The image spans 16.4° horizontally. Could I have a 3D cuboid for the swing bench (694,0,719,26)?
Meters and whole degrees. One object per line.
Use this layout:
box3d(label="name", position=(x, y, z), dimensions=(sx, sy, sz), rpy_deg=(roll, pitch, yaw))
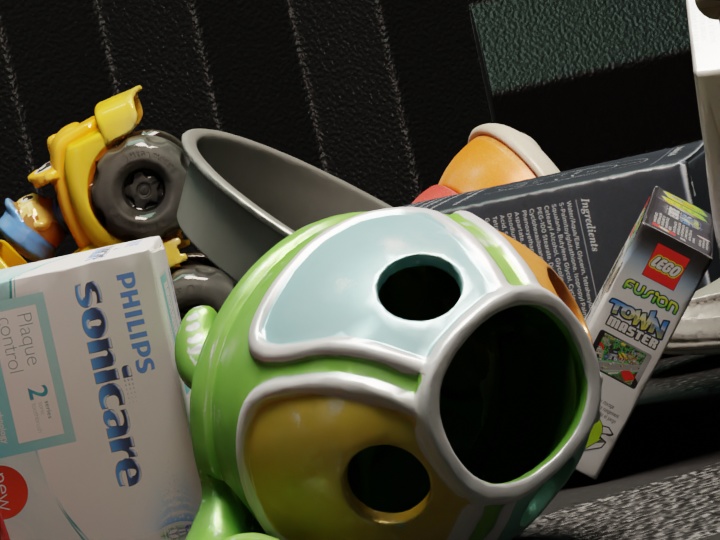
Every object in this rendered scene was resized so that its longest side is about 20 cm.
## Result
box3d(label="swing bench", position=(0.201, -0.006, 0.700), dimensions=(0.129, 0.200, 0.200), rpy_deg=(-13, 4, -11))

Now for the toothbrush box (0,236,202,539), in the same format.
box3d(label="toothbrush box", position=(-0.160, 0.079, 0.991), dimensions=(0.199, 0.147, 0.085), rpy_deg=(-11, 5, -2))

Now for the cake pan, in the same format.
box3d(label="cake pan", position=(0.000, 0.000, 1.131), dimensions=(0.200, 0.037, 0.200), rpy_deg=(28, 10, -6))

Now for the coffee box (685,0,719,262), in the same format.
box3d(label="coffee box", position=(0.251, -0.096, 1.129), dimensions=(0.197, 0.200, 0.200), rpy_deg=(-7, 47, 9))

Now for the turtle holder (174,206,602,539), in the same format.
box3d(label="turtle holder", position=(0.004, 0.051, 0.917), dimensions=(0.185, 0.142, 0.132), rpy_deg=(-14, 6, -32))

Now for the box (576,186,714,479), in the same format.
box3d(label="box", position=(0.123, 0.024, 1.152), dimensions=(0.035, 0.110, 0.200), rpy_deg=(28, 10, 4))

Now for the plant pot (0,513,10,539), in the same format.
box3d(label="plant pot", position=(-0.220, 0.089, 0.830), dimensions=(0.200, 0.183, 0.200), rpy_deg=(-14, 6, 2))

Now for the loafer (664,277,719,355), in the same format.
box3d(label="loafer", position=(0.238, 0.000, 1.348), dimensions=(0.199, 0.070, 0.070), rpy_deg=(-14, 5, -13))

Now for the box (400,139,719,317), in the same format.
box3d(label="box", position=(0.114, -0.001, 1.476), dimensions=(0.199, 0.107, 0.148), rpy_deg=(-12, 4, 15))

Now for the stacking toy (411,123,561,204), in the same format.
box3d(label="stacking toy", position=(0.049, 0.009, 1.634), dimensions=(0.200, 0.146, 0.146), rpy_deg=(-32, 9, -13))

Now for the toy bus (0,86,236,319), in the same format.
box3d(label="toy bus", position=(-0.167, 0.014, 1.479), dimensions=(0.191, 0.201, 0.136), rpy_deg=(-22, 6, 0))
